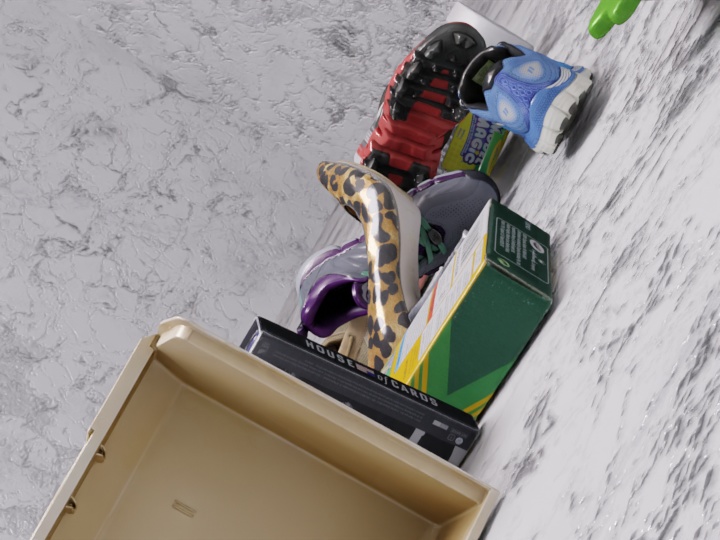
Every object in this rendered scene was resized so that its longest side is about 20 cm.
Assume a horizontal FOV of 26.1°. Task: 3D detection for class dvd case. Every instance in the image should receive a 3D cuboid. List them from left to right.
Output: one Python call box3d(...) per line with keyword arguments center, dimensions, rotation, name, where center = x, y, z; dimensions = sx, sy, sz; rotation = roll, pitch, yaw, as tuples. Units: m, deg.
box3d(center=(-0.043, 0.141, 0.905), dimensions=(0.201, 0.150, 0.025), rotation=(-58, 21, 16), name="dvd case")

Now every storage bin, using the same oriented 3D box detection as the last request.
box3d(center=(-0.068, 0.157, 0.779), dimensions=(0.201, 0.198, 0.094), rotation=(-61, 1, -19), name="storage bin")

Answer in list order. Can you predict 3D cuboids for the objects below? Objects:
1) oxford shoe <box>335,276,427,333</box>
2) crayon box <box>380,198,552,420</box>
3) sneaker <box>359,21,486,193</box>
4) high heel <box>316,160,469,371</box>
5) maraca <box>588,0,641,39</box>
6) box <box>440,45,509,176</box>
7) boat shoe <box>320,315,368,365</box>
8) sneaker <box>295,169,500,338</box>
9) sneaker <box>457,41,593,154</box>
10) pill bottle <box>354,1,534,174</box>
box3d(center=(-0.006, 0.050, 1.519), dimensions=(0.201, 0.074, 0.071), rotation=(-58, 5, 22), name="oxford shoe")
box3d(center=(0.049, 0.065, 0.981), dimensions=(0.201, 0.051, 0.126), rotation=(-58, 5, 20), name="crayon box")
box3d(center=(0.055, -0.144, 1.286), dimensions=(0.201, 0.070, 0.098), rotation=(116, 173, -50), name="sneaker")
box3d(center=(0.000, 0.000, 1.223), dimensions=(0.143, 0.200, 0.071), rotation=(-56, -39, 1), name="high heel")
box3d(center=(0.182, -0.215, 0.929), dimensions=(0.137, 0.106, 0.201), rotation=(-55, 7, 40), name="maraca")
box3d(center=(0.114, -0.136, 1.389), dimensions=(0.200, 0.048, 0.118), rotation=(-67, 0, -84), name="box")
box3d(center=(-0.010, 0.083, 1.421), dimensions=(0.072, 0.064, 0.200), rotation=(-63, 6, -36), name="boat shoe")
box3d(center=(0.033, -0.004, 1.285), dimensions=(0.199, 0.075, 0.088), rotation=(-33, 24, 20), name="sneaker")
box3d(center=(0.125, -0.141, 1.189), dimensions=(0.079, 0.089, 0.200), rotation=(-59, -2, 6), name="sneaker")
box3d(center=(0.088, -0.168, 1.610), dimensions=(0.201, 0.115, 0.116), rotation=(-59, 5, 12), name="pill bottle")
